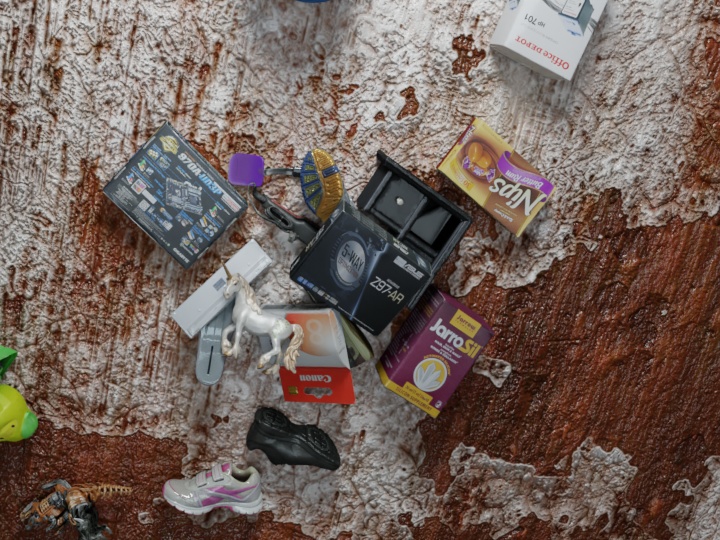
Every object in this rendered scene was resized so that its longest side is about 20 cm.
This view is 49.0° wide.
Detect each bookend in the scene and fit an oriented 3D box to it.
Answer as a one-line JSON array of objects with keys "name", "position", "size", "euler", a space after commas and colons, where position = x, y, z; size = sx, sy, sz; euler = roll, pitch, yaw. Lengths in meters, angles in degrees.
[{"name": "bookend", "position": [0.063, -0.073, 1.420], "size": [0.198, 0.092, 0.200], "euler": [33, 98, -17]}]

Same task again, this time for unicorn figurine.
[{"name": "unicorn figurine", "position": [-0.188, 0.093, 1.377], "size": [0.197, 0.074, 0.140], "euler": [27, 76, -18]}]

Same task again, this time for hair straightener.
[{"name": "hair straightener", "position": [-0.119, -0.084, 1.388], "size": [0.199, 0.077, 0.041], "euler": [40, 109, -20]}]

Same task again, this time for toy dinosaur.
[{"name": "toy dinosaur", "position": [-0.527, 0.449, 1.469], "size": [0.196, 0.102, 0.139], "euler": [-17, 93, 17]}]

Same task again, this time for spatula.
[{"name": "spatula", "position": [-0.133, -0.174, 1.388], "size": [0.195, 0.021, 0.058], "euler": [1, 112, -13]}]

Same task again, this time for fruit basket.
[{"name": "fruit basket", "position": [-0.659, 0.232, 1.354], "size": [0.210, 0.156, 0.221], "euler": [0, 96, 3]}]

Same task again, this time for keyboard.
[{"name": "keyboard", "position": [-0.245, 0.031, 1.399], "size": [0.056, 0.011, 0.200], "euler": [45, 76, 2]}]

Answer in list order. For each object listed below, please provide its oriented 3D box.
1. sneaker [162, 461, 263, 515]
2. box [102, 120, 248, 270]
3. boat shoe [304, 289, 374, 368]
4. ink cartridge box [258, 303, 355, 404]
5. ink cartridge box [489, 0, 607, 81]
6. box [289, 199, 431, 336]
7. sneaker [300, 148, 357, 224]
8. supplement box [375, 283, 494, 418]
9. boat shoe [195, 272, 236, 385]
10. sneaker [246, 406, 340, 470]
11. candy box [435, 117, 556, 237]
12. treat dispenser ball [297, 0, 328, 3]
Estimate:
[{"name": "sneaker", "position": [-0.278, 0.408, 1.512], "size": [0.195, 0.081, 0.090], "euler": [6, 105, -21]}, {"name": "box", "position": [-0.314, -0.127, 1.355], "size": [0.159, 0.046, 0.200], "euler": [-44, 109, 4]}, {"name": "boat shoe", "position": [-0.052, 0.100, 1.461], "size": [0.066, 0.072, 0.202], "euler": [-37, 109, 3]}, {"name": "ink cartridge box", "position": [-0.102, 0.161, 1.445], "size": [0.159, 0.050, 0.205], "euler": [-2, 107, 24]}, {"name": "ink cartridge box", "position": [0.333, -0.452, 1.362], "size": [0.144, 0.086, 0.204], "euler": [20, 100, -16]}, {"name": "box", "position": [0.000, 0.000, 1.361], "size": [0.198, 0.044, 0.161], "euler": [35, 113, -18]}, {"name": "sneaker", "position": [-0.049, -0.119, 1.392], "size": [0.074, 0.088, 0.204], "euler": [-15, 106, 13]}, {"name": "supplement box", "position": [0.139, 0.152, 1.497], "size": [0.129, 0.103, 0.202], "euler": [31, 98, -17]}, {"name": "boat shoe", "position": [-0.263, 0.103, 1.426], "size": [0.072, 0.067, 0.205], "euler": [16, 82, -10]}, {"name": "sneaker", "position": [-0.130, 0.341, 1.528], "size": [0.197, 0.076, 0.092], "euler": [29, 110, -11]}, {"name": "candy box", "position": [0.248, -0.169, 1.447], "size": [0.199, 0.057, 0.117], "euler": [38, 97, -18]}, {"name": "treat dispenser ball", "position": [-0.074, -0.515, 1.201], "size": [0.196, 0.201, 0.206], "euler": [-3, 108, -10]}]
